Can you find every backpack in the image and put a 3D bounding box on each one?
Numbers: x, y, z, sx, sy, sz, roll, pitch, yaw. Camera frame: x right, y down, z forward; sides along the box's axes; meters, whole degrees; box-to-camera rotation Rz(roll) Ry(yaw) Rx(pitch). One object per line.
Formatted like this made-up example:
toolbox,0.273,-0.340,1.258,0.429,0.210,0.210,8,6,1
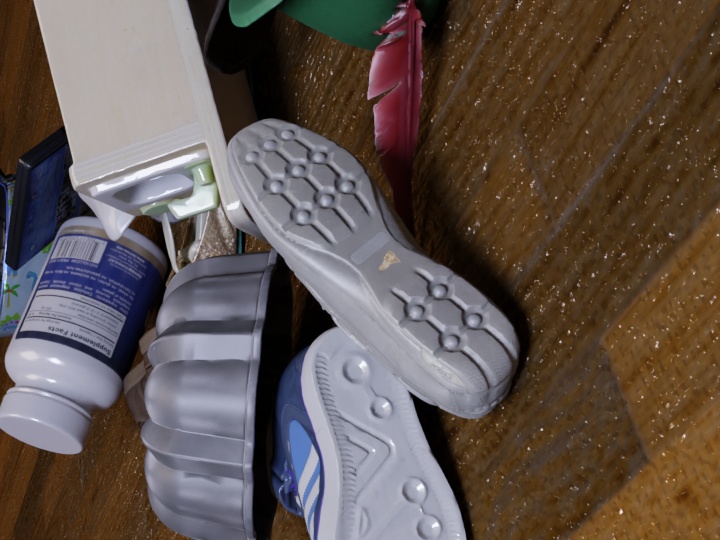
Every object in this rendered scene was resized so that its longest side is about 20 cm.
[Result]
backpack,-0.362,-0.015,1.408,0.200,0.146,0.184,-154,68,-67

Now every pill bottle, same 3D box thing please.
pill bottle,-0.260,0.061,1.148,0.111,0.111,0.201,-39,30,59

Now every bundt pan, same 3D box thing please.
bundt pan,-0.091,0.081,0.799,0.202,0.075,0.203,4,-90,-88

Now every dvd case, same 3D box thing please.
dvd case,-0.258,-0.102,1.173,0.018,0.200,0.143,33,137,9

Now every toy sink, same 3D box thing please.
toy sink,-0.139,-0.105,0.869,0.130,0.111,0.201,26,-134,-78

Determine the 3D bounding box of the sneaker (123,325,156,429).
sneaker,-0.151,0.095,1.060,0.076,0.070,0.200,66,154,13

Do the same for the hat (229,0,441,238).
hat,0.039,-0.146,0.694,0.200,0.176,0.166,-40,24,30

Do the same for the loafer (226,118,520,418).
loafer,0.000,0.000,0.646,0.200,0.070,0.070,48,157,23

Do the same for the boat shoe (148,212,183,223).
boat shoe,-0.181,-0.083,1.106,0.200,0.071,0.068,-119,37,-54

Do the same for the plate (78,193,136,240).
plate,-0.172,-0.134,1.018,0.201,0.032,0.199,-56,26,1

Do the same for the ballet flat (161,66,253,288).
ballet flat,-0.125,-0.071,0.989,0.070,0.065,0.201,-170,83,-67

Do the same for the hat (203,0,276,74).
hat,-0.085,-0.231,0.785,0.201,0.080,0.202,20,-90,-87

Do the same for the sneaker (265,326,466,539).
sneaker,-0.003,0.140,0.715,0.147,0.080,0.201,123,137,-65
